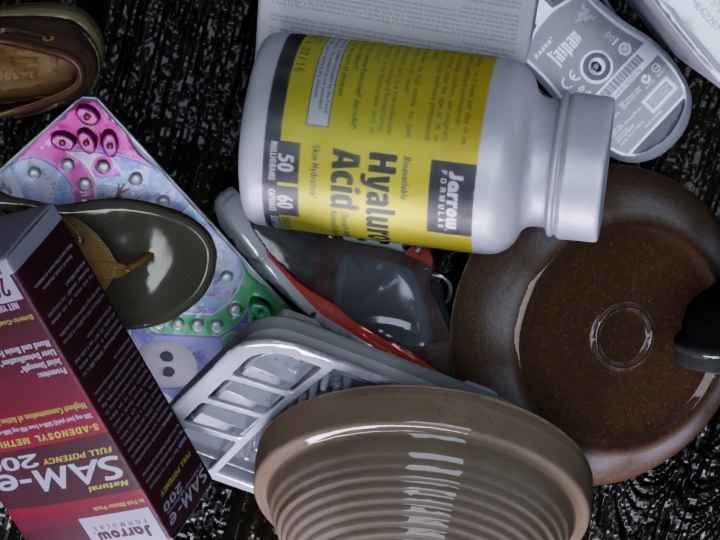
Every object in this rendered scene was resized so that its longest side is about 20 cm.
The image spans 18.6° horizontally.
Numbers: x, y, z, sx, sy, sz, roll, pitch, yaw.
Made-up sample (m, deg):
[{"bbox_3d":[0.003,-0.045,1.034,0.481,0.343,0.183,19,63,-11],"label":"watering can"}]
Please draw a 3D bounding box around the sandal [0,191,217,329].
[{"bbox_3d":[-0.185,-0.009,1.284,0.199,0.054,0.081,12,102,-6],"label":"sandal"}]

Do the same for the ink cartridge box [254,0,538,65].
[{"bbox_3d":[0.020,-0.137,1.280,0.160,0.050,0.200,11,131,6],"label":"ink cartridge box"}]

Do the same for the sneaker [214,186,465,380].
[{"bbox_3d":[0.000,0.000,1.323,0.200,0.077,0.082,39,89,-22],"label":"sneaker"}]

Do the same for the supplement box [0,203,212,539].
[{"bbox_3d":[-0.181,0.068,1.259,0.109,0.061,0.200,-13,118,32],"label":"supplement box"}]

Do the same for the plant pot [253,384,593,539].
[{"bbox_3d":[0.034,0.155,1.271,0.200,0.093,0.201,4,146,3],"label":"plant pot"}]

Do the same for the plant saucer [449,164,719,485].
[{"bbox_3d":[0.153,0.037,1.328,0.200,0.037,0.201,-3,100,-19],"label":"plant saucer"}]

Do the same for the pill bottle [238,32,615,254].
[{"bbox_3d":[0.039,-0.069,1.228,0.199,0.111,0.112,7,102,8],"label":"pill bottle"}]

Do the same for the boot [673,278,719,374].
[{"bbox_3d":[0.252,-0.044,1.297,0.211,0.079,0.158,-28,111,-31],"label":"boot"}]

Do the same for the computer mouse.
[{"bbox_3d":[0.112,-0.143,1.309,0.200,0.044,0.110,45,92,-6],"label":"computer mouse"}]

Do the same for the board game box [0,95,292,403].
[{"bbox_3d":[-0.171,0.031,1.335,0.200,0.026,0.200,-41,102,6],"label":"board game box"}]

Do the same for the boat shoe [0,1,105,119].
[{"bbox_3d":[-0.249,-0.114,1.272,0.199,0.068,0.072,-8,111,-2],"label":"boat shoe"}]

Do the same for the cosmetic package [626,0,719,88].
[{"bbox_3d":[0.185,-0.168,1.225,0.074,0.200,0.102,-39,102,5],"label":"cosmetic package"}]

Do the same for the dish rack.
[{"bbox_3d":[-0.011,0.090,1.302,0.200,0.044,0.172,22,143,-20],"label":"dish rack"}]
